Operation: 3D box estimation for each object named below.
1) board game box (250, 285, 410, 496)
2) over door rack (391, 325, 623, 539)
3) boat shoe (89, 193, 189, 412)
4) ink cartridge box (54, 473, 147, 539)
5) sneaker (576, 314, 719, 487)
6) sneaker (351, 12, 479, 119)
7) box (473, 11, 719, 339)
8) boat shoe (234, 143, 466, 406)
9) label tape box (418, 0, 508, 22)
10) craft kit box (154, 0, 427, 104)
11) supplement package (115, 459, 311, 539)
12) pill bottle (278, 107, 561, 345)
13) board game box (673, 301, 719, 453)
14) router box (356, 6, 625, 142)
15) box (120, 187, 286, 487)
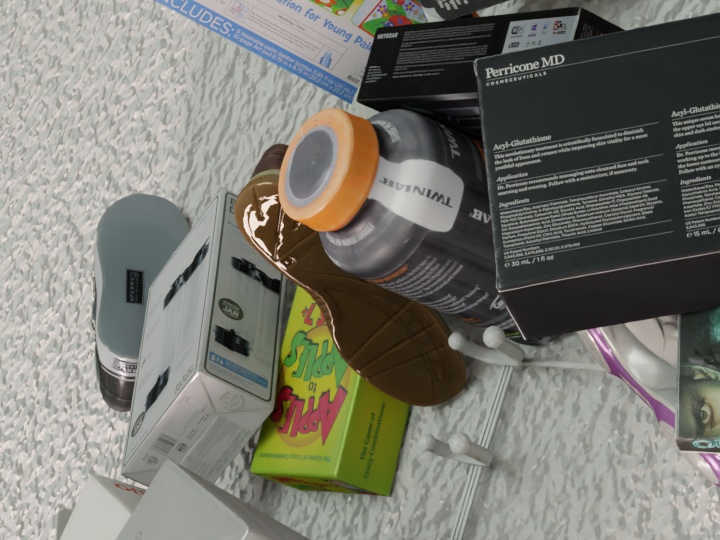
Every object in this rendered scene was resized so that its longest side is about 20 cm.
[{"bbox_3d":[-0.004,0.046,1.835,0.101,0.048,0.201,-2,70,54],"label":"board game box"},{"bbox_3d":[0.096,0.114,1.640,0.200,0.066,0.148,7,78,56],"label":"over door rack"},{"bbox_3d":[-0.167,0.024,2.056,0.200,0.073,0.068,-96,17,-48],"label":"boat shoe"},{"bbox_3d":[-0.125,0.232,1.827,0.200,0.128,0.126,34,99,57],"label":"ink cartridge box"},{"bbox_3d":[0.182,0.031,1.537,0.100,0.075,0.200,-37,60,-4],"label":"sneaker"},{"bbox_3d":[0.030,-0.088,1.805,0.092,0.076,0.200,-21,32,34],"label":"sneaker"},{"bbox_3d":[0.169,-0.055,1.461,0.199,0.079,0.142,-10,66,12],"label":"box"},{"bbox_3d":[0.000,0.000,1.745,0.072,0.200,0.072,-33,23,29],"label":"boat shoe"},{"bbox_3d":[0.104,-0.254,1.732,0.199,0.145,0.063,-15,19,37],"label":"label tape box"},{"bbox_3d":[-0.014,-0.227,1.866,0.198,0.200,0.049,-50,30,24],"label":"craft kit box"},{"bbox_3d":[-0.051,0.222,1.650,0.122,0.200,0.120,-58,34,-1],"label":"supplement package"},{"bbox_3d":[0.047,-0.032,1.669,0.106,0.200,0.107,-30,49,42],"label":"pill bottle"},{"bbox_3d":[0.237,0.001,1.475,0.135,0.028,0.201,-3,64,15],"label":"board game box"},{"bbox_3d":[0.119,-0.100,1.648,0.200,0.157,0.052,2,73,54],"label":"router box"},{"bbox_3d":[-0.106,0.051,1.910,0.117,0.060,0.200,-52,21,33],"label":"box"}]
